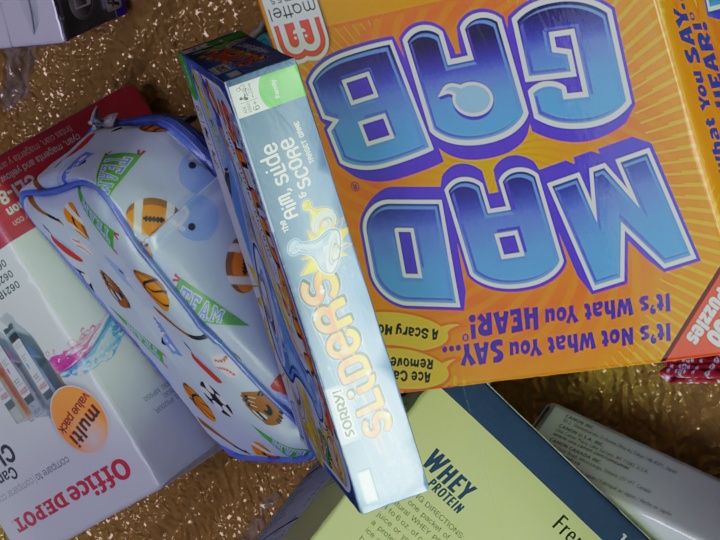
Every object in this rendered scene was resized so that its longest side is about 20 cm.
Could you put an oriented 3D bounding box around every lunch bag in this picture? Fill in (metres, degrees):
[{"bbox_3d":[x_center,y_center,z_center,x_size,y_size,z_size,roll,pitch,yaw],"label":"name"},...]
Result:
[{"bbox_3d":[-0.084,0.006,1.311,0.200,0.076,0.160,53,161,-14],"label":"lunch bag"}]

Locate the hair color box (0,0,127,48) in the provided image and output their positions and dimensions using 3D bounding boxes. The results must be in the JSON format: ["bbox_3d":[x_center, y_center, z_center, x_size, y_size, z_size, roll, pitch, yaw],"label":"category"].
[{"bbox_3d":[-0.235,-0.182,1.463,0.199,0.065,0.110,0,109,36],"label":"hair color box"}]

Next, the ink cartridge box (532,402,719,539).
[{"bbox_3d":[0.176,0.174,1.352,0.199,0.044,0.174,25,147,24],"label":"ink cartridge box"}]

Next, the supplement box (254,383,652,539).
[{"bbox_3d":[0.036,0.192,1.288,0.200,0.200,0.134,43,150,-6],"label":"supplement box"}]

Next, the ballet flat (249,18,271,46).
[{"bbox_3d":[-0.018,-0.115,1.285,0.070,0.069,0.200,62,171,-4],"label":"ballet flat"}]

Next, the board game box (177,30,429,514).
[{"bbox_3d":[-0.027,-0.003,1.165,0.135,0.034,0.201,-143,35,-74],"label":"board game box"}]

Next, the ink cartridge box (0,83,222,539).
[{"bbox_3d":[-0.156,0.031,1.446,0.145,0.144,0.201,-31,92,44],"label":"ink cartridge box"}]

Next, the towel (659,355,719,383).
[{"bbox_3d":[0.234,0.007,1.129,0.200,0.144,0.023,-7,111,62],"label":"towel"}]

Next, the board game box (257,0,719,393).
[{"bbox_3d":[0.109,-0.081,1.183,0.199,0.200,0.201,-9,105,36],"label":"board game box"}]
